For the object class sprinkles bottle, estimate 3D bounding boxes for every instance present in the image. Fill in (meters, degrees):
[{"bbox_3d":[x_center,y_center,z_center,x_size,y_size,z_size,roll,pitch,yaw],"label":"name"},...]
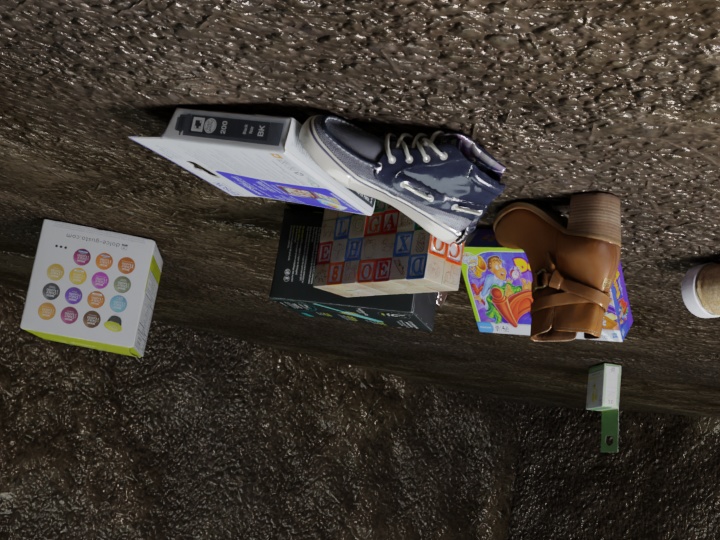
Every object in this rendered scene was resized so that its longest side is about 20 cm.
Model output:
[{"bbox_3d":[0.470,0.016,1.158,0.068,0.069,0.200,13,169,-20],"label":"sprinkles bottle"}]

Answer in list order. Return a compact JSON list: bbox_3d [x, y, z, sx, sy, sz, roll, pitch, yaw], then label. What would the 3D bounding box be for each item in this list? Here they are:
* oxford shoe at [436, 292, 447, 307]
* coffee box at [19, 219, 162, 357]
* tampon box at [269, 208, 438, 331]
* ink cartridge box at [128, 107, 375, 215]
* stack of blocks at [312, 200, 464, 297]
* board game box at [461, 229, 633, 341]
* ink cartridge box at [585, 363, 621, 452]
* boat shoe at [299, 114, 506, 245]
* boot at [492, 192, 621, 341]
[{"bbox_3d":[0.039,0.013,1.516,0.198,0.074,0.071,8,170,12],"label":"oxford shoe"},{"bbox_3d":[-0.482,0.040,1.786,0.198,0.199,0.200,11,169,-6],"label":"coffee box"},{"bbox_3d":[0.000,0.000,1.341,0.198,0.127,0.150,6,169,16],"label":"tampon box"},{"bbox_3d":[-0.109,-0.117,1.045,0.199,0.044,0.198,9,170,28],"label":"ink cartridge box"},{"bbox_3d":[0.034,-0.034,1.166,0.058,0.116,0.199,18,166,-39],"label":"stack of blocks"},{"bbox_3d":[0.230,0.017,1.234,0.199,0.045,0.135,2,124,36],"label":"board game box"},{"bbox_3d":[0.577,0.328,2.335,0.048,0.202,0.146,7,170,-1],"label":"ink cartridge box"},{"bbox_3d":[0.046,-0.109,0.932,0.199,0.075,0.093,28,131,-20],"label":"boat shoe"},{"bbox_3d":[0.210,0.004,1.095,0.076,0.157,0.199,16,168,-34],"label":"boot"}]
